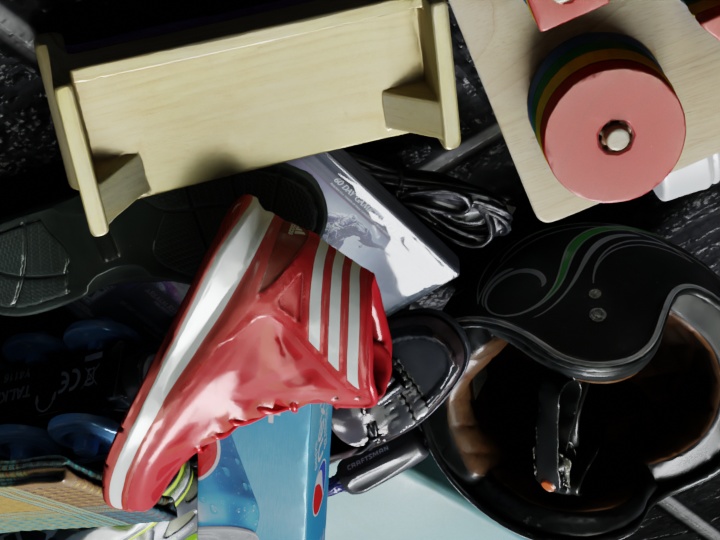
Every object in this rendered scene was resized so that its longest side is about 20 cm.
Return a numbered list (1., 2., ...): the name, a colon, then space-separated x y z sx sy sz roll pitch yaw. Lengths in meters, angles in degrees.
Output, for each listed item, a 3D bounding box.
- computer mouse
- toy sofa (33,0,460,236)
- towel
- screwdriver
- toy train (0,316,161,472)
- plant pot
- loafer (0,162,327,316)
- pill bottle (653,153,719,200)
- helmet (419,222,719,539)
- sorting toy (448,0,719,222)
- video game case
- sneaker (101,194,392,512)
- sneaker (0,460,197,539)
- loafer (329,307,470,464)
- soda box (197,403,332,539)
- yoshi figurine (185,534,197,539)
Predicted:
1. computer mouse: 0.000 0.000 0.976 0.137 0.053 0.201 12 134 -13
2. toy sofa: -0.055 -0.096 0.791 0.198 0.098 0.084 -14 124 -7
3. towel: -0.223 0.131 0.919 0.198 0.022 0.147 -7 162 17
4. screwdriver: -0.045 0.148 1.025 0.198 0.029 0.028 -24 178 15
5. toy train: -0.174 0.091 0.964 0.198 0.088 0.114 -16 146 33
6. plant pot: 0.012 0.139 1.125 0.141 0.142 0.199 -34 134 25
7. loafer: -0.114 -0.026 0.859 0.198 0.063 0.073 -11 105 6
8. pill bottle: 0.241 -0.116 0.864 0.198 0.115 0.114 -20 149 4
9. helmet: 0.149 0.063 1.017 0.190 0.200 0.201 -27 160 -40
10. sorting toy: 0.146 -0.132 0.743 0.198 0.070 0.200 -23 117 7
11. video game case: -0.063 0.004 0.930 0.199 0.019 0.143 -30 128 28
12. sneaker: -0.054 0.068 0.822 0.115 0.079 0.201 27 124 -3
13. sneaker: -0.175 0.186 1.039 0.199 0.074 0.081 -32 130 16
14. loafer: -0.019 0.092 0.973 0.199 0.072 0.063 -30 -168 30
15. soda box: -0.054 0.090 0.914 0.067 0.064 0.202 8 119 9
16. yoshi figurine: -0.136 0.203 1.155 0.200 0.112 0.112 -41 119 12
